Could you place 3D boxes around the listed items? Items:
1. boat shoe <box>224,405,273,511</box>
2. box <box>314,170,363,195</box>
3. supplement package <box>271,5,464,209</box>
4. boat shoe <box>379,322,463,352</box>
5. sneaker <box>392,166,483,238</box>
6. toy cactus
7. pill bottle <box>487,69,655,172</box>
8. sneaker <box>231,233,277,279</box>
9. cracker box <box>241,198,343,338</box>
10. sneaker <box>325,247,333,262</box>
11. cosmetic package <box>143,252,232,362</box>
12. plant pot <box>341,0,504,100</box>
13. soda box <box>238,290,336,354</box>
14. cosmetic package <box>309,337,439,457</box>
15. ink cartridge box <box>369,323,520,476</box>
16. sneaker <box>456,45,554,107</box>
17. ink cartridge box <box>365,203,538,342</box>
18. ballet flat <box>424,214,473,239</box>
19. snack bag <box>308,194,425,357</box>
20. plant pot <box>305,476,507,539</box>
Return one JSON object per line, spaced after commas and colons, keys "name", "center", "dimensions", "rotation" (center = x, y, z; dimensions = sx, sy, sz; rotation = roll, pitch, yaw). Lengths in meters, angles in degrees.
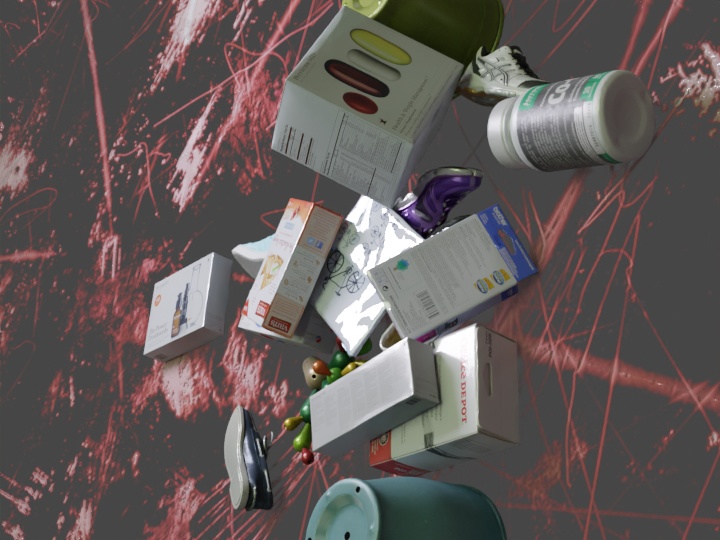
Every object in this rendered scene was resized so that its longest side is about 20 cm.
{"name": "boat shoe", "center": [-0.171, 0.292, 1.799], "dimensions": [0.200, 0.061, 0.075], "rotation": [-109, 37, -55]}
{"name": "box", "center": [-0.012, -0.233, 1.860], "dimensions": [0.035, 0.110, 0.201], "rotation": [-19, 55, 46]}
{"name": "supplement package", "center": [0.010, -0.236, 1.656], "dimensions": [0.192, 0.199, 0.147], "rotation": [-59, -7, -36]}
{"name": "boat shoe", "center": [0.094, 0.042, 1.582], "dimensions": [0.202, 0.086, 0.075], "rotation": [-48, 39, 23]}
{"name": "sneaker", "center": [0.111, -0.086, 1.666], "dimensions": [0.200, 0.080, 0.084], "rotation": [-38, 57, 47]}
{"name": "toy cactus", "center": [-0.057, 0.173, 1.713], "dimensions": [0.201, 0.102, 0.165], "rotation": [-69, 25, 10]}
{"name": "pill bottle", "center": [0.264, -0.185, 1.472], "dimensions": [0.199, 0.113, 0.114], "rotation": [-3, 68, 51]}
{"name": "sneaker", "center": [-0.149, -0.027, 1.971], "dimensions": [0.082, 0.074, 0.200], "rotation": [-42, 25, -19]}
{"name": "cracker box", "center": [-0.106, -0.006, 1.760], "dimensions": [0.201, 0.057, 0.134], "rotation": [-68, 20, -2]}
{"name": "sneaker", "center": [-0.033, -0.006, 1.791], "dimensions": [0.200, 0.072, 0.073], "rotation": [-42, 45, 34]}
{"name": "cosmetic package", "center": [-0.320, 0.070, 2.135], "dimensions": [0.200, 0.052, 0.152], "rotation": [-25, 49, 43]}
{"name": "plant pot", "center": [0.080, -0.386, 1.757], "dimensions": [0.200, 0.192, 0.201], "rotation": [-30, 48, 40]}
{"name": "soda box", "center": [-0.114, 0.081, 1.850], "dimensions": [0.200, 0.063, 0.068], "rotation": [8, 77, 54]}
{"name": "cosmetic package", "center": [0.015, 0.168, 1.500], "dimensions": [0.200, 0.050, 0.083], "rotation": [-34, 50, 39]}
{"name": "ink cartridge box", "center": [0.108, 0.173, 1.493], "dimensions": [0.200, 0.083, 0.148], "rotation": [-26, 52, 43]}
{"name": "sneaker", "center": [0.211, -0.277, 1.625], "dimensions": [0.200, 0.075, 0.088], "rotation": [25, 90, 54]}
{"name": "ink cartridge box", "center": [0.122, 0.008, 1.526], "dimensions": [0.199, 0.042, 0.120], "rotation": [-29, 65, 0]}
{"name": "ballet flat", "center": [0.096, -0.015, 1.656], "dimensions": [0.200, 0.067, 0.057], "rotation": [-32, 10, 36]}
{"name": "snack bag", "center": [0.000, 0.000, 1.675], "dimensions": [0.200, 0.021, 0.189], "rotation": [-55, 40, 10]}
{"name": "plant pot", "center": [0.042, 0.338, 1.393], "dimensions": [0.200, 0.187, 0.201], "rotation": [-29, 50, 41]}
